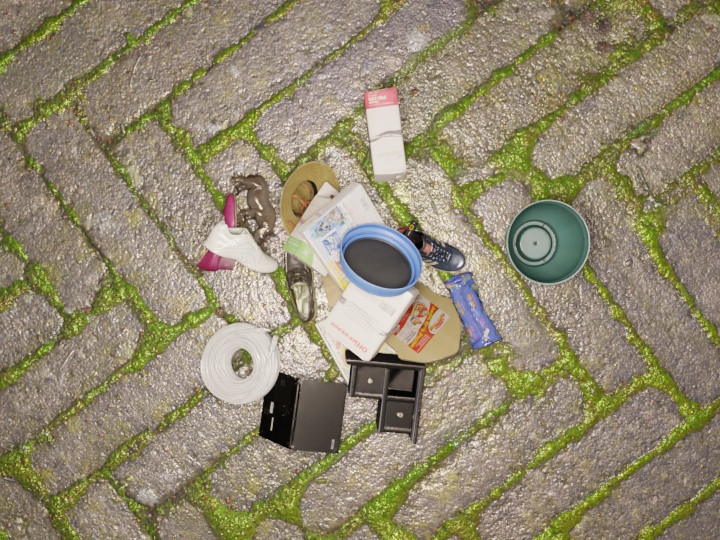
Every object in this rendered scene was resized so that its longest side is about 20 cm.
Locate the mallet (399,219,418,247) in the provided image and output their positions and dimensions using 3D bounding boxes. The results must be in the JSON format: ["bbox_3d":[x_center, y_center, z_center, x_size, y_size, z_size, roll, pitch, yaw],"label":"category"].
[{"bbox_3d":[0.095,-0.026,1.551,0.066,0.041,0.201,37,107,7],"label":"mallet"}]

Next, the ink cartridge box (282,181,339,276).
[{"bbox_3d":[-0.087,-0.103,1.560,0.117,0.067,0.201,36,82,-40],"label":"ink cartridge box"}]

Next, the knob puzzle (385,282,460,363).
[{"bbox_3d":[0.162,0.148,1.572,0.218,0.031,0.221,-4,62,8],"label":"knob puzzle"}]

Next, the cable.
[{"bbox_3d":[-0.300,0.232,1.586,0.198,0.069,0.202,8,88,13],"label":"cable"}]

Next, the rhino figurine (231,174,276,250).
[{"bbox_3d":[-0.261,-0.147,1.599,0.087,0.060,0.202,-15,94,-8],"label":"rhino figurine"}]

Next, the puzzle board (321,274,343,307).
[{"bbox_3d":[0.000,0.000,1.611,0.198,0.017,0.152,-13,80,0],"label":"puzzle board"}]

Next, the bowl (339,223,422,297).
[{"bbox_3d":[0.044,-0.023,1.459,0.199,0.039,0.202,12,47,-13],"label":"bowl"}]

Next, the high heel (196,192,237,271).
[{"bbox_3d":[-0.361,-0.097,1.593,0.095,0.067,0.202,3,94,-10],"label":"high heel"}]

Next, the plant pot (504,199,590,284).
[{"bbox_3d":[0.446,-0.068,1.561,0.198,0.134,0.202,0,91,1],"label":"plant pot"}]

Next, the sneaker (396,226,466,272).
[{"bbox_3d":[0.175,-0.051,1.586,0.199,0.085,0.075,22,91,0],"label":"sneaker"}]

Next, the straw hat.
[{"bbox_3d":[-0.152,-0.183,1.580,0.085,0.201,0.202,26,91,42],"label":"straw hat"}]

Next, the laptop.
[{"bbox_3d":[-0.149,0.354,1.600,0.199,0.103,0.179,8,90,42],"label":"laptop"}]

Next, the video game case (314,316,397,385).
[{"bbox_3d":[0.008,0.180,1.620,0.181,0.023,0.201,-29,90,0],"label":"video game case"}]

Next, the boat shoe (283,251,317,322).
[{"bbox_3d":[-0.151,0.033,1.597,0.071,0.066,0.203,-11,90,1],"label":"boat shoe"}]

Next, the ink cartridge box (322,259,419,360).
[{"bbox_3d":[0.024,0.092,1.521,0.146,0.083,0.201,37,104,12],"label":"ink cartridge box"}]

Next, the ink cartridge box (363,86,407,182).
[{"bbox_3d":[0.060,-0.327,1.553,0.084,0.146,0.202,-9,90,1],"label":"ink cartridge box"}]

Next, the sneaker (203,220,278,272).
[{"bbox_3d":[-0.282,-0.055,1.560,0.199,0.070,0.081,25,100,-32],"label":"sneaker"}]

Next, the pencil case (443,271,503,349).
[{"bbox_3d":[0.282,0.103,1.587,0.078,0.087,0.201,-25,90,4],"label":"pencil case"}]

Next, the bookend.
[{"bbox_3d":[0.050,0.311,1.570,0.198,0.092,0.200,7,97,-4],"label":"bookend"}]

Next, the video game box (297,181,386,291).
[{"bbox_3d":[-0.028,-0.081,1.528,0.182,0.047,0.201,-42,124,-13],"label":"video game box"}]
